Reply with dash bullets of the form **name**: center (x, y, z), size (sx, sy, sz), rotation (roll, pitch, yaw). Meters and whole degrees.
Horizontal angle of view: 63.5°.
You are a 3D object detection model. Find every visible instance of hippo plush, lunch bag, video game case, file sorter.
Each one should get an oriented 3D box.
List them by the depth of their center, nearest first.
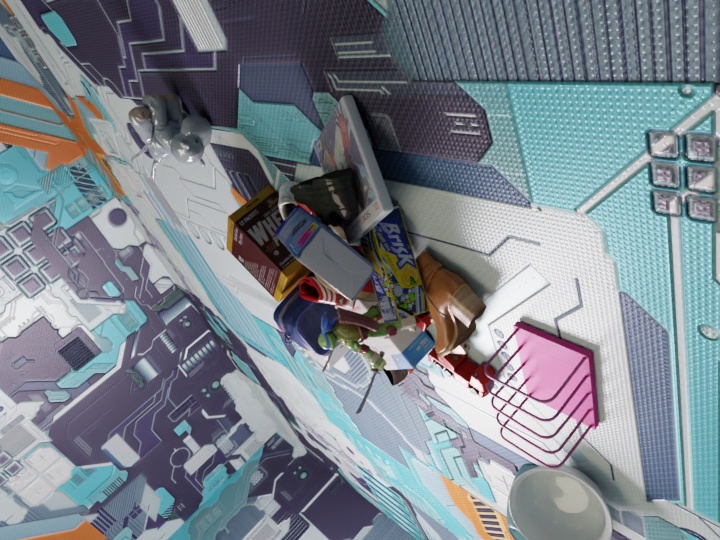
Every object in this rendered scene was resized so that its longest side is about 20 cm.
- **file sorter**: center (0.303, 0.217, 0.988), size (0.139, 0.125, 0.200), rotation (24, 147, 43)
- **video game case**: center (-0.018, -0.163, 0.990), size (0.182, 0.023, 0.200), rotation (-36, 71, 66)
- **hippo plush**: center (-0.449, -0.323, 1.386), size (0.161, 0.200, 0.159), rotation (22, 168, 31)
- **lunch bag**: center (-0.114, 0.106, 1.434), size (0.132, 0.200, 0.136), rotation (16, 146, 52)

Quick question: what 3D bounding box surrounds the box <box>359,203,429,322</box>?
- **box**: center (0.055, -0.013, 1.045), size (0.064, 0.070, 0.200), rotation (-17, 89, 64)

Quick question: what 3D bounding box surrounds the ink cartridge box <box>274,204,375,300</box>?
- **ink cartridge box**: center (-0.072, -0.041, 1.058), size (0.136, 0.076, 0.200), rotation (39, 180, -27)

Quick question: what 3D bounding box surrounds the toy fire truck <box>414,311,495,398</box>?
- **toy fire truck**: center (0.190, 0.162, 1.191), size (0.200, 0.049, 0.141), rotation (34, 151, 27)

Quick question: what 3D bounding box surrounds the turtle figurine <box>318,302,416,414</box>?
- **turtle figurine**: center (0.009, 0.143, 1.178), size (0.144, 0.194, 0.200), rotation (7, 120, 66)

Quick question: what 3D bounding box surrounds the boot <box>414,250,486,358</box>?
- **boot**: center (0.146, 0.064, 1.090), size (0.155, 0.074, 0.200), rotation (46, 145, 21)

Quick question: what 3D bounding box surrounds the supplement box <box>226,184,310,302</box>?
- **supplement box**: center (-0.212, -0.060, 1.430), size (0.200, 0.133, 0.197), rotation (45, 156, 5)

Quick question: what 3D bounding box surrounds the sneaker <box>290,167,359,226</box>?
- **sneaker**: center (-0.063, -0.120, 1.009), size (0.200, 0.076, 0.091), rotation (10, 121, 67)

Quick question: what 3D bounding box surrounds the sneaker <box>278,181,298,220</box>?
- **sneaker**: center (-0.128, -0.091, 1.273), size (0.200, 0.075, 0.100), rotation (60, -162, -28)

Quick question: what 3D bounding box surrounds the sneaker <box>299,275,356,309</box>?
- **sneaker**: center (-0.077, 0.012, 1.265), size (0.200, 0.115, 0.079), rotation (-122, 44, -66)

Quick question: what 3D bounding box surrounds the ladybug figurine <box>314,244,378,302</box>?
- **ladybug figurine**: center (0.000, 0.000, 1.176), size (0.200, 0.136, 0.072), rotation (17, 124, 18)

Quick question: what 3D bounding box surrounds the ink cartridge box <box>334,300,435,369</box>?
- **ink cartridge box**: center (0.052, 0.124, 1.321), size (0.200, 0.086, 0.146), rotation (53, 156, -6)

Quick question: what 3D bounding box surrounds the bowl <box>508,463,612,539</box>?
- **bowl**: center (0.414, 0.475, 1.191), size (0.201, 0.090, 0.202), rotation (8, 106, 30)

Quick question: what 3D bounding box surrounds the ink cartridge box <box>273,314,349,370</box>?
- **ink cartridge box**: center (-0.109, 0.146, 1.552), size (0.200, 0.145, 0.084), rotation (35, 154, 27)

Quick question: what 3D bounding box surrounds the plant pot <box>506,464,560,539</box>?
- **plant pot**: center (0.411, 0.563, 1.321), size (0.200, 0.135, 0.200), rotation (38, 155, 22)

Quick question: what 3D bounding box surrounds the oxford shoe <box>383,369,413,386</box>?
- **oxford shoe**: center (0.048, 0.200, 1.457), size (0.200, 0.073, 0.071), rotation (50, 157, -4)

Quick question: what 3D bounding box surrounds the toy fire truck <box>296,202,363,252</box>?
- **toy fire truck**: center (-0.032, -0.099, 1.153), size (0.200, 0.049, 0.141), rotation (47, 158, -1)
